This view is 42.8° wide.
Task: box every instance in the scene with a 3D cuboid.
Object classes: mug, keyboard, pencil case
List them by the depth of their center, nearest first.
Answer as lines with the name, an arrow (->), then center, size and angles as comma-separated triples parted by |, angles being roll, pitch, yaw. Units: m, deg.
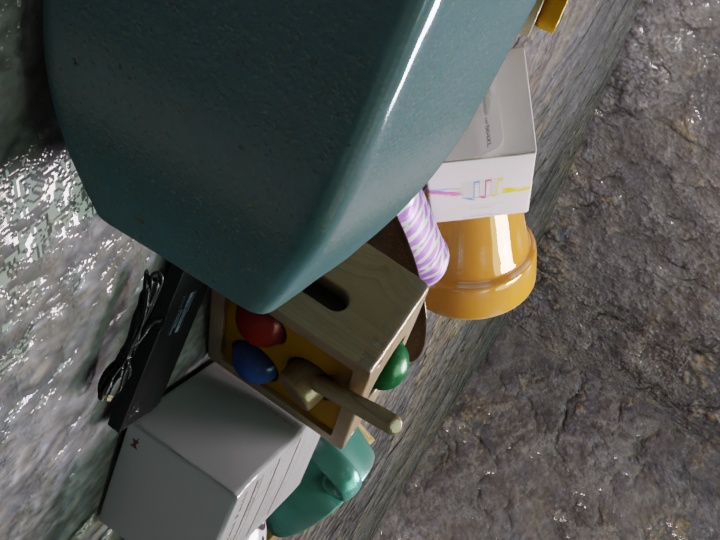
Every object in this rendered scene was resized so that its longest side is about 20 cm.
keyboard -> -0.152, 0.033, 0.703 | 0.203, 0.020, 0.127 | -66, 172, 12
pencil case -> 0.040, -0.049, 1.016 | 0.201, 0.084, 0.086 | 55, 23, -57
mug -> -0.064, 0.203, 1.047 | 0.183, 0.115, 0.152 | -30, -169, 34

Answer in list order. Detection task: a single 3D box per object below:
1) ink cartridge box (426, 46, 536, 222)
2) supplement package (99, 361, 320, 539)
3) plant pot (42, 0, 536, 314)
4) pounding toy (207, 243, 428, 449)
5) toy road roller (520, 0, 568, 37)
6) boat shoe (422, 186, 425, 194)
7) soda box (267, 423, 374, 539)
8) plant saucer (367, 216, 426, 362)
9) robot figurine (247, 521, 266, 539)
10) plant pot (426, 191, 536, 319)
ink cartridge box -> 0.130, -0.156, 1.052 | 0.200, 0.122, 0.132 | 68, 17, -70
supplement package -> -0.126, 0.171, 0.852 | 0.200, 0.116, 0.119 | -34, 152, -61
plant pot -> -0.043, -0.102, 0.480 | 0.195, 0.194, 0.203 | -37, 153, -59
pounding toy -> -0.033, 0.064, 0.782 | 0.143, 0.198, 0.185 | -51, 168, -32
toy road roller -> 0.186, -0.362, 0.972 | 0.146, 0.121, 0.203 | -56, 169, -67
boat shoe -> 0.048, -0.058, 1.146 | 0.074, 0.066, 0.201 | -57, 165, -15
soda box -> -0.076, 0.270, 1.209 | 0.200, 0.068, 0.064 | -46, 166, 5
plant saucer -> 0.000, 0.000, 0.898 | 0.036, 0.202, 0.202 | -19, 149, -19
robot figurine -> -0.158, 0.298, 0.955 | 0.123, 0.151, 0.202 | -17, 144, -26
plant pot -> 0.153, -0.067, 1.292 | 0.201, 0.197, 0.186 | -49, 146, -40
